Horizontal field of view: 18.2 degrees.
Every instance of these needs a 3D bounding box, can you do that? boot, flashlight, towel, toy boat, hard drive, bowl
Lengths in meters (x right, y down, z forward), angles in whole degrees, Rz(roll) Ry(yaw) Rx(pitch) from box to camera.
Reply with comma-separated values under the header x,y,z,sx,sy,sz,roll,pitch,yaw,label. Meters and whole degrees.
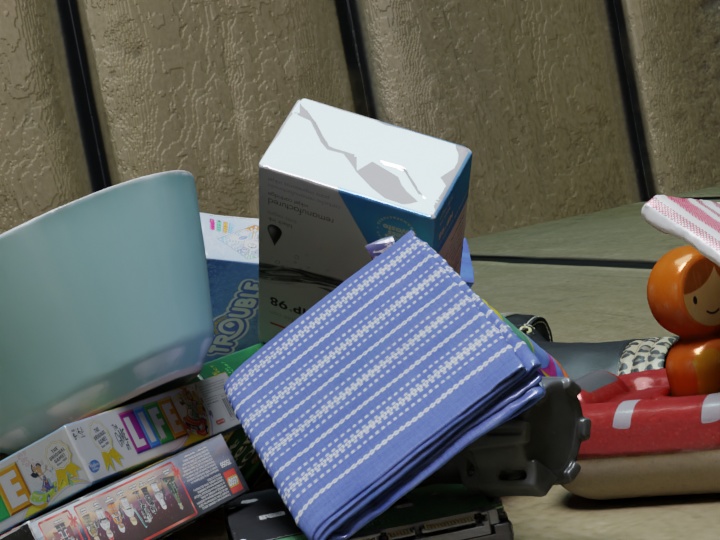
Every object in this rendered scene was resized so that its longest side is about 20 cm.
x,y,z,sx,sy,sz,roll,pitch,yaw,label
0.147,0.072,1.503,0.153,0.074,0.204,-7,12,19,boot
0.034,0.082,1.187,0.068,0.068,0.199,-21,9,-42,flashlight
0.008,0.060,1.171,0.144,0.024,0.200,-37,26,-1,towel
0.194,0.051,1.250,0.199,0.132,0.130,-8,6,32,toy boat
0.000,0.140,1.198,0.139,0.038,0.200,-11,4,-6,hard drive
-0.163,0.036,1.264,0.200,0.106,0.201,-26,-5,-2,bowl
0.258,0.011,1.202,0.199,0.030,0.146,5,24,-43,towel

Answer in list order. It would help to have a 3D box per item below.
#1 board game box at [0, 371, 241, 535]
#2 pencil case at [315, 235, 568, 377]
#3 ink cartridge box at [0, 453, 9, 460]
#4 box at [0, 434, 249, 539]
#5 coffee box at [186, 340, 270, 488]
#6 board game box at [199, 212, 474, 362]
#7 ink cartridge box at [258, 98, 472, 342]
x,y,z,sx,sy,sz,roll,pitch,yaw,label
-0.162,0.114,1.263,0.134,0.034,0.200,-29,-5,21,board game box
0.056,0.056,1.331,0.088,0.089,0.200,-8,-27,28,pencil case
-0.289,0.120,1.349,0.164,0.076,0.200,-9,5,23,ink cartridge box
-0.162,0.151,1.190,0.136,0.040,0.200,-29,-4,25,box
-0.080,0.102,1.457,0.123,0.044,0.200,-52,-14,21,coffee box
-0.049,0.042,1.574,0.198,0.044,0.200,5,-37,-22,board game box
0.000,0.000,1.399,0.115,0.201,0.067,17,49,13,ink cartridge box
